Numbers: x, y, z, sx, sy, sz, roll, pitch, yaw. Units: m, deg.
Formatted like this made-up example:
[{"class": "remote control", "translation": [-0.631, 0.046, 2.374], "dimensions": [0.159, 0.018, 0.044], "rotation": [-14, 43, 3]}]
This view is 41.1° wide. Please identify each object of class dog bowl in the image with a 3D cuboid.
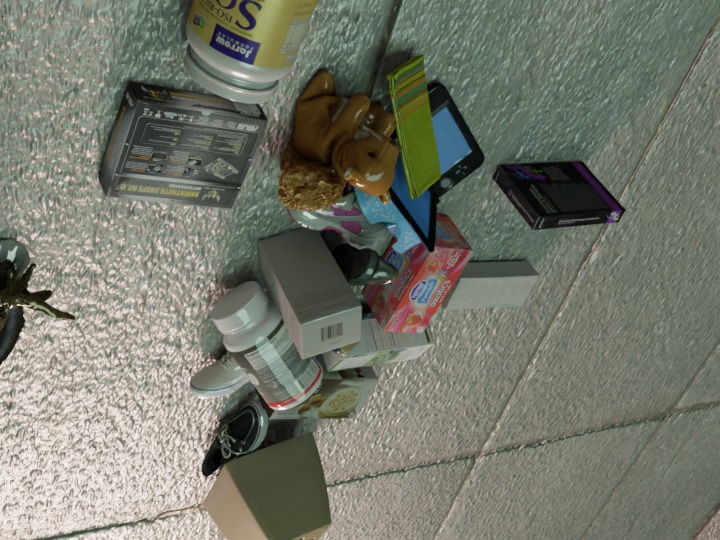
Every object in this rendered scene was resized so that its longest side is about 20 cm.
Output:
[{"class": "dog bowl", "translation": [0.053, -0.109, 1.538], "dimensions": [0.049, 0.113, 0.200], "rotation": [-16, 146, 21]}]

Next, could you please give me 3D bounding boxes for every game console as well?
[{"class": "game console", "translation": [0.118, -0.161, 1.521], "dimensions": [0.170, 0.119, 0.200], "rotation": [-36, 136, 4]}]

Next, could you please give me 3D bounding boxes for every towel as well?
[{"class": "towel", "translation": [0.085, -0.214, 1.434], "dimensions": [0.086, 0.018, 0.202], "rotation": [-40, 129, -39]}]

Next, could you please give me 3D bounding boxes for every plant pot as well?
[{"class": "plant pot", "translation": [-0.167, 0.465, 1.885], "dimensions": [0.198, 0.178, 0.201], "rotation": [-14, 152, -34]}]

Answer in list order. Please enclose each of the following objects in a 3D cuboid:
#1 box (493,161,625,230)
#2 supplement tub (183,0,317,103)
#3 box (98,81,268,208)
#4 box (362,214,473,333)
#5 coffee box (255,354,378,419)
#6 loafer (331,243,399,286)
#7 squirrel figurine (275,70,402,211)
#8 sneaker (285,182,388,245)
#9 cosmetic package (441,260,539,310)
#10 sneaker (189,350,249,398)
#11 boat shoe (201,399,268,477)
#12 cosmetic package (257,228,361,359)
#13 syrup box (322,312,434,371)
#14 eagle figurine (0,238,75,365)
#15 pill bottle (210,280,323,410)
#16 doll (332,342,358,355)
[{"class": "box", "translation": [0.350, -0.134, 1.694], "dimensions": [0.198, 0.144, 0.036], "rotation": [-4, 135, -29]}, {"class": "supplement tub", "translation": [-0.131, -0.325, 1.178], "dimensions": [0.144, 0.146, 0.201], "rotation": [2, 129, -34]}, {"class": "box", "translation": [-0.246, -0.169, 1.338], "dimensions": [0.198, 0.049, 0.159], "rotation": [3, 130, -35]}, {"class": "box", "translation": [0.098, 0.005, 1.703], "dimensions": [0.094, 0.103, 0.201], "rotation": [5, 129, -36]}, {"class": "coffee box", "translation": [-0.082, 0.215, 1.815], "dimensions": [0.198, 0.080, 0.115], "rotation": [7, 127, -38]}, {"class": "loafer", "translation": [0.000, 0.000, 1.565], "dimensions": [0.062, 0.200, 0.073], "rotation": [22, 86, -20]}, {"class": "squirrel figurine", "translation": [-0.028, -0.156, 1.383], "dimensions": [0.200, 0.187, 0.141], "rotation": [-44, 139, 12]}, {"class": "sneaker", "translation": [-0.020, -0.104, 1.529], "dimensions": [0.199, 0.082, 0.089], "rotation": [11, 126, -41]}, {"class": "cosmetic package", "translation": [0.246, 0.027, 1.862], "dimensions": [0.198, 0.051, 0.083], "rotation": [-1, 133, -33]}, {"class": "sneaker", "translation": [-0.212, 0.156, 1.686], "dimensions": [0.198, 0.073, 0.071], "rotation": [-25, 132, -24]}, {"class": "boat shoe", "translation": [-0.245, 0.323, 1.823], "dimensions": [0.068, 0.074, 0.200], "rotation": [-6, 145, -48]}, {"class": "cosmetic package", "translation": [-0.082, 0.030, 1.530], "dimensions": [0.106, 0.201, 0.085], "rotation": [-15, 136, -16]}, {"class": "syrup box", "translation": [0.029, 0.126, 1.782], "dimensions": [0.198, 0.082, 0.079], "rotation": [-6, 158, -30]}, {"class": "eagle figurine", "translation": [-0.530, 0.066, 1.357], "dimensions": [0.199, 0.151, 0.152], "rotation": [-25, 106, 39]}, {"class": "pill bottle", "translation": [-0.157, 0.125, 1.601], "dimensions": [0.113, 0.114, 0.201], "rotation": [-32, 114, 1]}, {"class": "doll", "translation": [-0.063, 0.095, 1.650], "dimensions": [0.048, 0.200, 0.137], "rotation": [-39, 99, -16]}]
